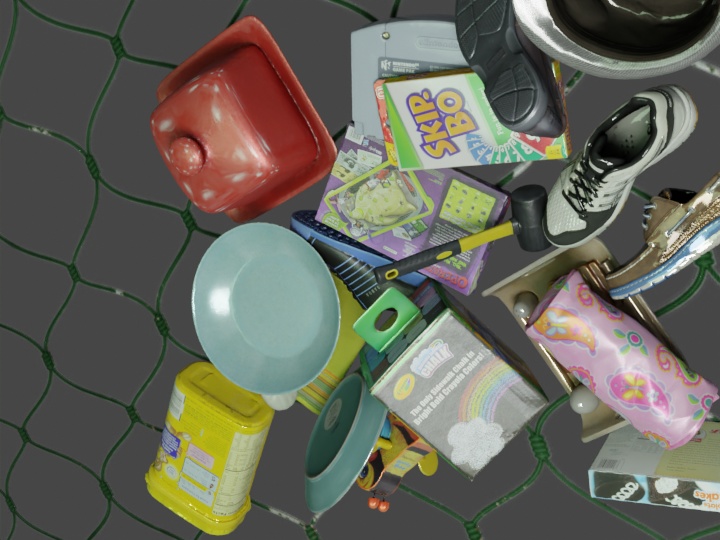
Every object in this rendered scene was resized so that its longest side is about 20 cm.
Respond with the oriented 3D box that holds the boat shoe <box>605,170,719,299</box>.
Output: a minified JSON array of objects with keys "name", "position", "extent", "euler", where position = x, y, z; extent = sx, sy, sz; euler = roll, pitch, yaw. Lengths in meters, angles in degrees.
[{"name":"boat shoe","position":[0.310,-0.047,1.098],"extent":[0.200,0.072,0.073],"euler":[-38,85,27]}]

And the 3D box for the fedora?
[{"name":"fedora","position":[0.240,-0.265,1.012],"extent":[0.198,0.090,0.178],"euler":[10,121,14]}]

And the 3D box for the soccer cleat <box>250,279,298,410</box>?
[{"name":"soccer cleat","position":[-0.097,0.074,1.384],"extent":[0.077,0.069,0.202],"euler":[1,99,40]}]

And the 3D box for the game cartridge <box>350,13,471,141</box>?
[{"name":"game cartridge","position":[0.086,-0.193,1.169],"extent":[0.198,0.042,0.134],"euler":[10,114,21]}]

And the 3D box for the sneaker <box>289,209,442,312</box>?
[{"name":"sneaker","position":[0.000,0.000,1.305],"extent":[0.199,0.070,0.078],"euler":[26,117,17]}]

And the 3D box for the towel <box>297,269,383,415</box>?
[{"name":"towel","position":[-0.043,0.091,1.412],"extent":[0.086,0.018,0.201],"euler":[35,126,8]}]

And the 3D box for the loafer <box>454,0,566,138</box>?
[{"name":"loafer","position":[0.142,-0.203,1.071],"extent":[0.072,0.063,0.201],"euler":[-37,51,32]}]

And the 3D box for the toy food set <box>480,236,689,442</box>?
[{"name":"toy food set","position":[0.236,0.073,1.203],"extent":[0.143,0.060,0.201],"euler":[-33,94,38]}]

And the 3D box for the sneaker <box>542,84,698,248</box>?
[{"name":"sneaker","position":[0.229,-0.101,1.090],"extent":[0.076,0.087,0.200],"euler":[49,123,21]}]

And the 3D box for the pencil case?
[{"name":"pencil case","position":[0.260,0.089,1.131],"extent":[0.200,0.087,0.088],"euler":[39,127,6]}]

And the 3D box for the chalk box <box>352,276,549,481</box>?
[{"name":"chalk box","position":[0.080,0.099,1.214],"extent":[0.200,0.124,0.124],"euler":[43,98,-14]}]

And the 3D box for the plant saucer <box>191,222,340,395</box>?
[{"name":"plant saucer","position":[-0.104,0.043,1.331],"extent":[0.199,0.039,0.203],"euler":[4,100,26]}]

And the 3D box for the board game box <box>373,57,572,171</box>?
[{"name":"board game box","position":[0.107,-0.154,1.144],"extent":[0.199,0.030,0.096],"euler":[-1,113,28]}]

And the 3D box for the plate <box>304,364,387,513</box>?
[{"name":"plate","position":[-0.023,0.186,1.336],"extent":[0.025,0.201,0.200],"euler":[27,130,-16]}]

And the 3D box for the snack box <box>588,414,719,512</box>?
[{"name":"snack box","position":[0.346,0.197,1.161],"extent":[0.199,0.116,0.037],"euler":[1,114,31]}]

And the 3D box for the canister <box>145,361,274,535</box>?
[{"name":"canister","position":[-0.202,0.239,1.538],"extent":[0.148,0.086,0.201],"euler":[29,124,16]}]

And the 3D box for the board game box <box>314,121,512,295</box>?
[{"name":"board game box","position":[0.055,-0.069,1.245],"extent":[0.199,0.032,0.121],"euler":[27,105,18]}]

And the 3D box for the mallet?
[{"name":"mallet","position":[0.106,-0.036,1.165],"extent":[0.041,0.198,0.066],"euler":[-129,29,-60]}]

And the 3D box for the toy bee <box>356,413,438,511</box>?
[{"name":"toy bee","position":[0.038,0.229,1.372],"extent":[0.130,0.109,0.200],"euler":[8,140,-23]}]

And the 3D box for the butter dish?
[{"name":"butter dish","position":[-0.159,-0.148,1.280],"extent":[0.199,0.148,0.200],"euler":[-26,99,37]}]
